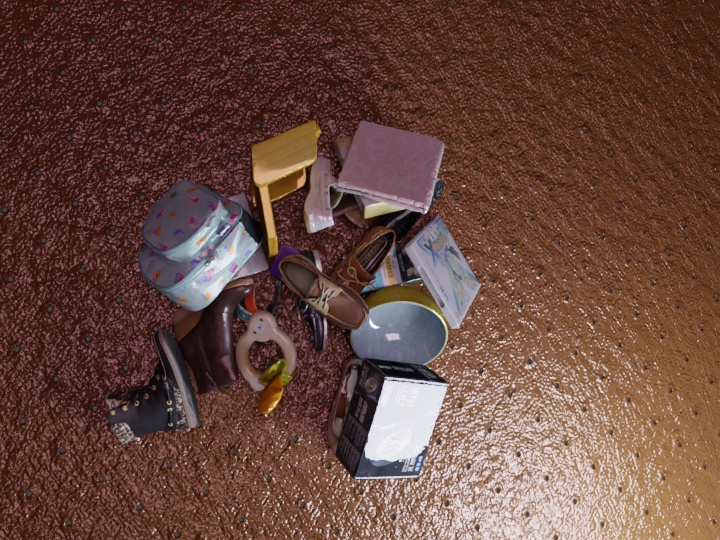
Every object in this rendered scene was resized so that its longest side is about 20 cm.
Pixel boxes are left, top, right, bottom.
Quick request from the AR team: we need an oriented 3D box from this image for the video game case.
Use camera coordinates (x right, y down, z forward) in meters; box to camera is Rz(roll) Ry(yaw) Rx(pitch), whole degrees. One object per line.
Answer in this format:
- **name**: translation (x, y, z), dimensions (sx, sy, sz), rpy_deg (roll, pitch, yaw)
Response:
- **video game case**: translation (0.174, -0.005, 1.099), dimensions (0.185, 0.022, 0.200), rpy_deg (58, 32, -6)

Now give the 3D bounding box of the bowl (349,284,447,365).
- **bowl**: translation (0.074, 0.096, 1.079), dimensions (0.193, 0.204, 0.110), rpy_deg (12, 40, -11)

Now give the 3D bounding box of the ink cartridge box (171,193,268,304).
- **ink cartridge box**: translation (-0.300, -0.046, 1.056), dimensions (0.195, 0.050, 0.167), rpy_deg (-19, 89, -23)

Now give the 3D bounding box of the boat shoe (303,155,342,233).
- **boat shoe**: translation (-0.067, -0.153, 1.061), dimensions (0.067, 0.072, 0.205), rpy_deg (-3, 49, 8)

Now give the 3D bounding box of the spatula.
- **spatula**: translation (-0.170, 0.053, 1.063), dimensions (0.055, 0.020, 0.206), rpy_deg (22, 96, 21)

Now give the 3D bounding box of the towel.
- **towel**: translation (0.063, -0.208, 1.057), dimensions (0.184, 0.033, 0.204), rpy_deg (14, 53, 6)

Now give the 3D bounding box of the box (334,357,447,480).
- **box**: translation (0.060, 0.285, 1.028), dimensions (0.160, 0.086, 0.207), rpy_deg (13, 98, -34)

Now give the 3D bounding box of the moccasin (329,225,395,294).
- **moccasin**: translation (0.001, 0.001, 1.045), dimensions (0.202, 0.077, 0.074), rpy_deg (-47, 106, -11)

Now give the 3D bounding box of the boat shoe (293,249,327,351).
- **boat shoe**: translation (-0.102, 0.060, 1.070), dimensions (0.060, 0.075, 0.208), rpy_deg (-6, 84, -15)

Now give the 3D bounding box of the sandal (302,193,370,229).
- **sandal**: translation (-0.016, -0.119, 1.124), dimensions (0.205, 0.078, 0.072), rpy_deg (-15, 121, -6)

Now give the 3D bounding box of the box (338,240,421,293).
- **box**: translation (0.058, -0.007, 1.127), dimensions (0.193, 0.049, 0.085), rpy_deg (-14, 88, -14)

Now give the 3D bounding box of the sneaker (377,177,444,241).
- **sneaker**: translation (0.084, -0.139, 1.148), dimensions (0.200, 0.076, 0.087), rpy_deg (-44, 65, -6)

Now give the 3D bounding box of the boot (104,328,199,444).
- **boot**: translation (-0.385, 0.217, 0.968), dimensions (0.146, 0.073, 0.206), rpy_deg (-15, 117, -11)

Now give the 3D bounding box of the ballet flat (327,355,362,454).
- **ballet flat**: translation (-0.026, 0.274, 1.070), dimensions (0.066, 0.067, 0.208), rpy_deg (7, 83, -9)

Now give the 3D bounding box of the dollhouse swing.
- **dollhouse swing**: translation (-0.130, -0.142, 1.018), dimensions (0.178, 0.200, 0.180), rpy_deg (-26, 90, -14)

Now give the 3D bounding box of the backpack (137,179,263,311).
- **backpack**: translation (-0.292, -0.044, 0.937), dimensions (0.173, 0.153, 0.203), rpy_deg (27, 80, 34)

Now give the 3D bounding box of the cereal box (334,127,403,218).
- **cereal box**: translation (0.041, -0.205, 1.098), dimensions (0.139, 0.040, 0.204), rpy_deg (-14, 55, -14)

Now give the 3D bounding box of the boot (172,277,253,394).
- **boot**: translation (-0.254, 0.122, 1.000), dimensions (0.196, 0.072, 0.171), rpy_deg (-27, 83, 18)

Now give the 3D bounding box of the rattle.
- **rattle**: translation (-0.201, 0.141, 0.997), dimensions (0.126, 0.143, 0.207), rpy_deg (-6, 103, 23)

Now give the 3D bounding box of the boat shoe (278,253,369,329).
- **boat shoe**: translation (-0.076, 0.042, 0.986), dimensions (0.197, 0.074, 0.077), rpy_deg (33, 97, 14)
